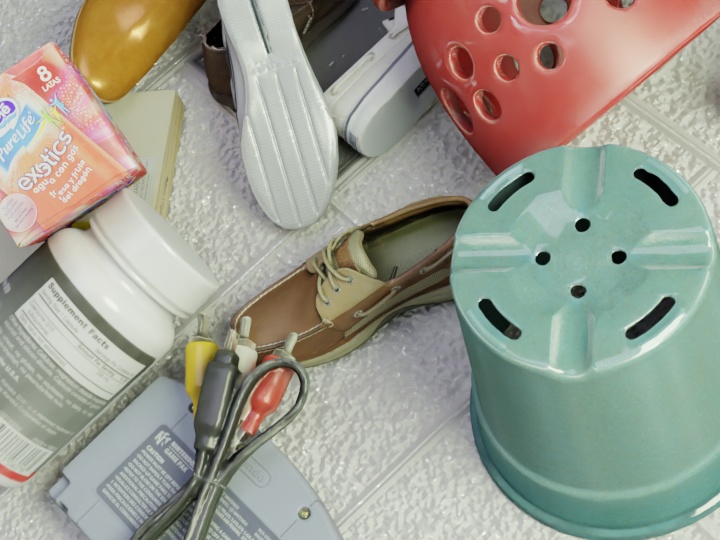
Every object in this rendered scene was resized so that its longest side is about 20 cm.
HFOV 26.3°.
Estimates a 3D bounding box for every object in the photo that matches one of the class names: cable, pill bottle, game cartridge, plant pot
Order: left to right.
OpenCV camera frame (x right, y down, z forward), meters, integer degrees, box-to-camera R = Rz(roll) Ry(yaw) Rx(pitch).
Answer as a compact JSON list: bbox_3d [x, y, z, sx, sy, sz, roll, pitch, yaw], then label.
[{"bbox_3d":[-0.202,0.044,1.064,0.200,0.114,0.114,-43,58,3],"label":"pill bottle"},{"bbox_3d":[-0.103,0.165,1.029,0.133,0.042,0.200,-42,58,-13],"label":"game cartridge"},{"bbox_3d":[-0.090,0.125,1.015,0.097,0.050,0.200,11,77,15],"label":"cable"},{"bbox_3d":[0.121,-0.184,1.027,0.200,0.200,0.183,-38,86,-6],"label":"plant pot"},{"bbox_3d":[0.145,0.036,0.929,0.200,0.196,0.200,-7,60,12],"label":"plant pot"}]

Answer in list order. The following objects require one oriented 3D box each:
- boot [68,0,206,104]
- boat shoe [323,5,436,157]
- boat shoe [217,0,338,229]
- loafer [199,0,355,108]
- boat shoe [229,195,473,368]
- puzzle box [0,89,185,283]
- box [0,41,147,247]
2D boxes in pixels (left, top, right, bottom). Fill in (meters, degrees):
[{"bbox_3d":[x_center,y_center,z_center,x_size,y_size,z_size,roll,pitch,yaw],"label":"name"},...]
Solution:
[{"bbox_3d":[-0.142,-0.227,1.203,0.144,0.071,0.201,-22,35,41],"label":"boot"},{"bbox_3d":[0.047,-0.176,1.159,0.200,0.071,0.070,-47,61,-4],"label":"boat shoe"},{"bbox_3d":[-0.059,-0.131,1.142,0.072,0.071,0.200,-10,94,0],"label":"boat shoe"},{"bbox_3d":[-0.056,-0.219,1.211,0.073,0.071,0.200,22,70,26],"label":"loafer"},{"bbox_3d":[0.000,0.000,1.066,0.200,0.074,0.076,-26,57,4],"label":"boat shoe"},{"bbox_3d":[-0.214,-0.047,1.190,0.133,0.025,0.200,-2,61,16],"label":"puzzle box"},{"bbox_3d":[-0.216,-0.085,1.069,0.095,0.200,0.103,-34,95,-4],"label":"box"}]
